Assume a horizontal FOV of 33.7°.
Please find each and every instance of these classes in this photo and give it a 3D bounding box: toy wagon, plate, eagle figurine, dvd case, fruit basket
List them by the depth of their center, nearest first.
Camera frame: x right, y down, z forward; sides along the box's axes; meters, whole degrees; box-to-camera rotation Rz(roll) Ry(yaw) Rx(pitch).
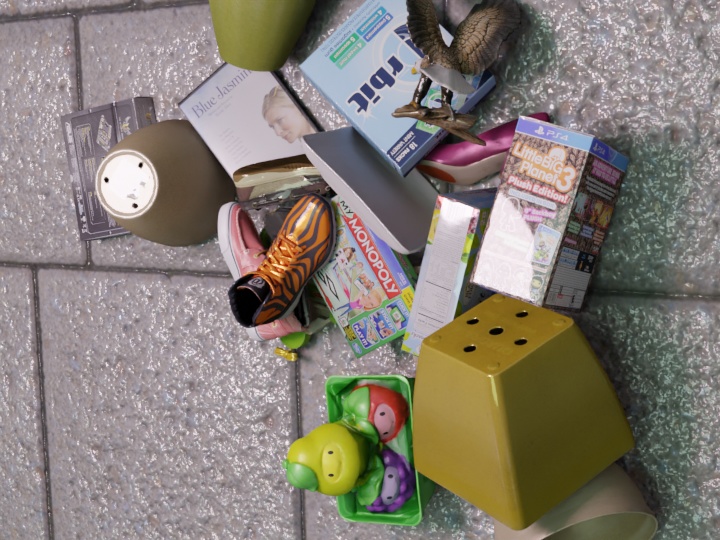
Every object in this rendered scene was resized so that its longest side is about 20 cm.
[{"bbox_3d":[0.102,-0.273,1.450,0.149,0.151,0.203,10,82,33],"label":"eagle figurine"},{"bbox_3d":[0.028,-0.102,1.515,0.200,0.199,0.032,47,117,11],"label":"plate"},{"bbox_3d":[0.002,0.242,1.587,0.153,0.215,0.220,-3,95,31],"label":"fruit basket"},{"bbox_3d":[-0.152,-0.207,1.692,0.142,0.018,0.201,-39,77,6],"label":"dvd case"},{"bbox_3d":[-0.085,0.028,1.703,0.153,0.039,0.203,19,106,28],"label":"toy wagon"}]

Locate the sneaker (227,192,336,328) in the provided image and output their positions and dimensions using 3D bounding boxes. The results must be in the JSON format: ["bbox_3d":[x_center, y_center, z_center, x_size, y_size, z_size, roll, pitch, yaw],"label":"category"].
[{"bbox_3d":[-0.103,-0.003,1.545,0.077,0.112,0.202,32,115,17],"label":"sneaker"}]

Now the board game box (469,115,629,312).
[{"bbox_3d":[0.227,-0.062,1.413,0.096,0.159,0.203,19,94,27],"label":"board game box"}]

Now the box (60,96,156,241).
[{"bbox_3d":[-0.380,-0.156,1.848,0.156,0.048,0.204,-8,93,30],"label":"box"}]

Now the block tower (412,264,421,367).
[{"bbox_3d":[0.101,0.092,1.591,0.057,0.054,0.203,-11,92,32],"label":"block tower"}]

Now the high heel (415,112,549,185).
[{"bbox_3d":[0.152,-0.162,1.537,0.198,0.067,0.097,12,75,33],"label":"high heel"}]

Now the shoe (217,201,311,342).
[{"bbox_3d":[-0.131,-0.004,1.665,0.090,0.071,0.203,-12,96,30],"label":"shoe"}]

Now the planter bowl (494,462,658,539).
[{"bbox_3d":[0.247,0.288,1.467,0.200,0.199,0.136,-42,50,28],"label":"planter bowl"}]

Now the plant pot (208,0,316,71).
[{"bbox_3d":[-0.133,-0.382,1.610,0.185,0.186,0.203,27,123,25],"label":"plant pot"}]

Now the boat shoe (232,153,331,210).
[{"bbox_3d":[-0.074,-0.122,1.635,0.196,0.073,0.066,-6,113,4],"label":"boat shoe"}]

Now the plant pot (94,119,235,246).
[{"bbox_3d":[-0.294,-0.124,1.684,0.184,0.200,0.191,1,94,12],"label":"plant pot"}]

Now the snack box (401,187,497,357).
[{"bbox_3d":[0.137,0.004,1.491,0.067,0.168,0.203,20,106,29],"label":"snack box"}]

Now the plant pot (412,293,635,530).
[{"bbox_3d":[0.176,0.145,1.393,0.199,0.198,0.179,23,134,52],"label":"plant pot"}]

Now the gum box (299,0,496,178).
[{"bbox_3d":[0.047,-0.251,1.540,0.170,0.045,0.200,-43,74,-1],"label":"gum box"}]

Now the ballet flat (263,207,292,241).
[{"bbox_3d":[-0.045,-0.049,1.636,0.197,0.057,0.067,12,120,26],"label":"ballet flat"}]

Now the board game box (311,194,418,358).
[{"bbox_3d":[0.000,0.000,1.574,0.134,0.029,0.202,-29,91,35],"label":"board game box"}]
